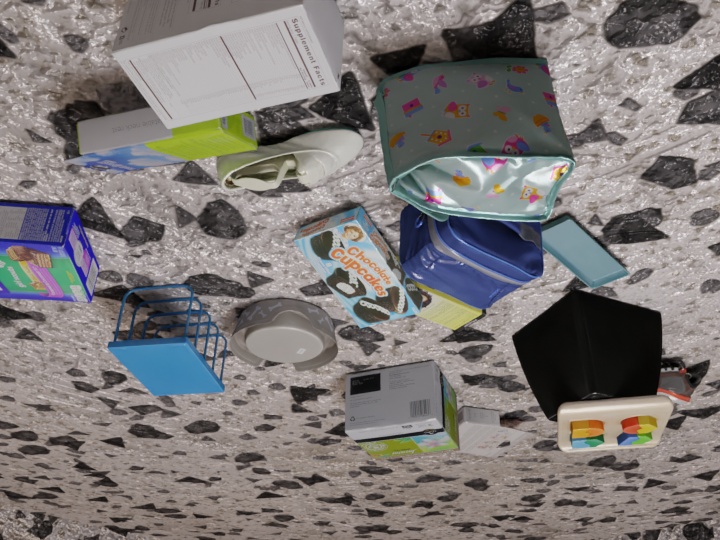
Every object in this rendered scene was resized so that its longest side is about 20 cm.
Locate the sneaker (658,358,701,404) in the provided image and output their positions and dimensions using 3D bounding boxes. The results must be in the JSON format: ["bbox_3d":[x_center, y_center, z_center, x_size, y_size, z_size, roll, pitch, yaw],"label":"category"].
[{"bbox_3d":[0.610,0.204,1.457,0.200,0.077,0.082,20,115,-28],"label":"sneaker"}]

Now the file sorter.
[{"bbox_3d":[-0.335,0.128,1.291,0.139,0.123,0.200,-5,147,8],"label":"file sorter"}]

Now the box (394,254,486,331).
[{"bbox_3d":[0.115,0.041,1.215,0.200,0.050,0.075,21,141,-29],"label":"box"}]

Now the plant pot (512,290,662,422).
[{"bbox_3d":[0.419,0.176,1.300,0.199,0.178,0.200,14,144,-20],"label":"plant pot"}]

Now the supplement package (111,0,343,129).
[{"bbox_3d":[-0.128,-0.239,0.737,0.200,0.110,0.114,-8,146,14],"label":"supplement package"}]

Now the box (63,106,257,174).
[{"bbox_3d":[-0.240,-0.161,0.872,0.200,0.048,0.122,-8,178,12],"label":"box"}]

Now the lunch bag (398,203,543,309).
[{"bbox_3d":[0.153,-0.050,0.996,0.200,0.136,0.132,22,141,-27],"label":"lunch bag"}]

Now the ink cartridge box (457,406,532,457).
[{"bbox_3d":[0.294,0.398,1.761,0.176,0.045,0.200,11,146,-14],"label":"ink cartridge box"}]

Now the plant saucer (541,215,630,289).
[{"bbox_3d":[0.348,-0.028,1.134,0.070,0.019,0.200,-26,137,35],"label":"plant saucer"}]

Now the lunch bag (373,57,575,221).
[{"bbox_3d":[0.118,-0.149,0.812,0.200,0.171,0.122,0,145,-5],"label":"lunch bag"}]

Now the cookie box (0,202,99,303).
[{"bbox_3d":[-0.526,-0.026,1.104,0.200,0.075,0.171,4,147,-3],"label":"cookie box"}]

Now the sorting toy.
[{"bbox_3d":[0.441,0.279,1.261,0.185,0.037,0.200,-7,146,12],"label":"sorting toy"}]

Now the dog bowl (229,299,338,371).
[{"bbox_3d":[-0.139,0.121,1.335,0.200,0.059,0.200,1,147,0],"label":"dog bowl"}]

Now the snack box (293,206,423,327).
[{"bbox_3d":[0.000,0.000,1.111,0.116,0.037,0.200,-17,125,30],"label":"snack box"}]

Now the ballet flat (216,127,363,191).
[{"bbox_3d":[-0.093,-0.135,0.936,0.200,0.070,0.069,-7,146,11],"label":"ballet flat"}]

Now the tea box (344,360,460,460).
[{"bbox_3d":[0.092,0.305,1.542,0.200,0.134,0.197,-12,145,19],"label":"tea box"}]
